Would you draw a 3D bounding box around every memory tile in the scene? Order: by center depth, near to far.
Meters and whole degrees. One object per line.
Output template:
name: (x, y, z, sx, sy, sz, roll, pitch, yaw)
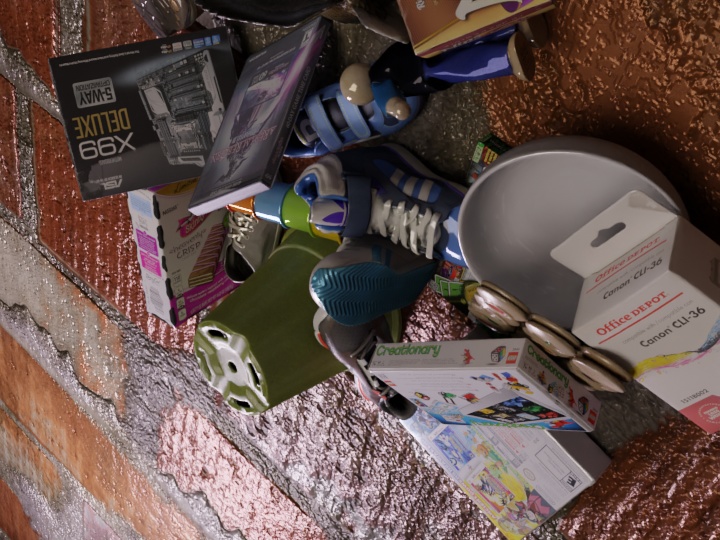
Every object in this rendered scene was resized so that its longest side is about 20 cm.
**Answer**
memory tile: (0.166, 0.065, 0.882, 0.153, 0.017, 0.200, 34, 175, 7)

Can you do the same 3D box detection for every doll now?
doll: (0.060, -0.181, 0.854, 0.199, 0.137, 0.049, -4, 140, 38)

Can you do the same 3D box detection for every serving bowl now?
serving bowl: (0.187, -0.040, 0.836, 0.198, 0.066, 0.201, 13, 136, 13)

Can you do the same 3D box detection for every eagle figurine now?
eagle figurine: (-0.041, -0.270, 0.881, 0.199, 0.152, 0.152, -16, 136, 40)

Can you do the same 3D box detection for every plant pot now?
plant pot: (-0.087, 0.067, 1.126, 0.199, 0.189, 0.202, 26, 132, 33)

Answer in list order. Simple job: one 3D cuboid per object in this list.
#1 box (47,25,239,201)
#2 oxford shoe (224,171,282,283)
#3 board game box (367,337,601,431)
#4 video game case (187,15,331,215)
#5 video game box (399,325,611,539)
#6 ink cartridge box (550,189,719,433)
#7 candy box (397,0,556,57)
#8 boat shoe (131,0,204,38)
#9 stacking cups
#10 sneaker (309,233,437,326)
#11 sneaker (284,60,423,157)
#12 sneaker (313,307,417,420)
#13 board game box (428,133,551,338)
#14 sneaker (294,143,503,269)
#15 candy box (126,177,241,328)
box: (-0.232, -0.176, 1.086, 0.050, 0.198, 0.159, -145, 44, -74)
oxford shoe: (-0.135, -0.060, 1.194, 0.075, 0.058, 0.201, 37, 136, 28)
board game box: (0.117, 0.113, 0.948, 0.199, 0.035, 0.126, -7, 143, 48)
video game case: (-0.105, -0.159, 1.001, 0.019, 0.202, 0.142, 32, 153, -30)
video game box: (0.153, 0.187, 1.072, 0.200, 0.047, 0.183, 46, 138, 13)
ink cartridge box: (0.255, 0.036, 0.779, 0.199, 0.068, 0.116, 35, 139, -10)
candy box: (0.068, -0.283, 0.760, 0.116, 0.056, 0.202, -17, 93, 18)
boat shoe: (-0.207, -0.309, 1.086, 0.200, 0.072, 0.076, 26, 152, 58)
stacking cups: (-0.092, -0.078, 1.109, 0.199, 0.060, 0.061, 16, 128, 29)
sneaker: (0.000, 0.000, 0.985, 0.081, 0.199, 0.077, 39, 110, 21)
sneaker: (-0.018, -0.157, 0.982, 0.199, 0.082, 0.074, -15, 104, 48)
sneaker: (0.019, 0.095, 1.057, 0.082, 0.077, 0.200, 43, 171, 43)
board game box: (0.135, -0.027, 0.961, 0.104, 0.023, 0.201, 36, 137, 21)
sneaker: (0.024, -0.049, 0.936, 0.200, 0.146, 0.081, 44, 139, 34)
candy box: (-0.215, -0.048, 1.223, 0.061, 0.136, 0.202, 24, 132, 33)
